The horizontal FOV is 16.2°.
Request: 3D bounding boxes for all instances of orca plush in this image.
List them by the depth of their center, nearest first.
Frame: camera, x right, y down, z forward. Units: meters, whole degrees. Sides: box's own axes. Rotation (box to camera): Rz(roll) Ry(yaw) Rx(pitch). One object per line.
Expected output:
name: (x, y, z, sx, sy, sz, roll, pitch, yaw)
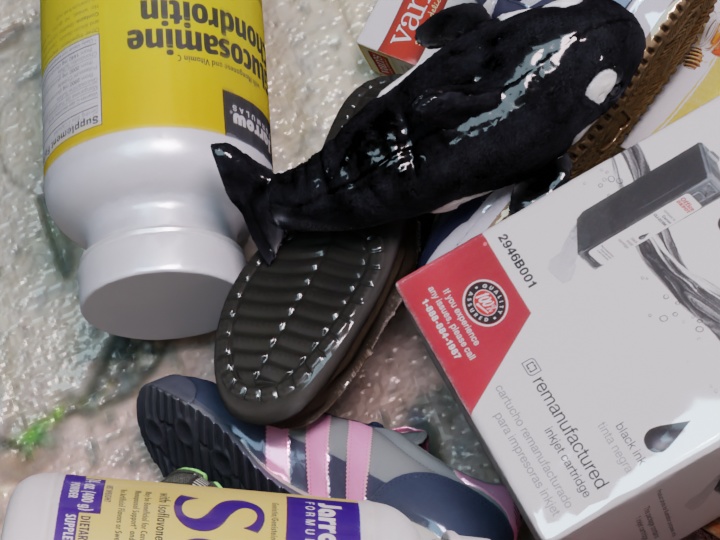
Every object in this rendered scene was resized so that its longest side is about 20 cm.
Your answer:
orca plush: (0.027, -0.074, 1.119, 0.199, 0.071, 0.106, -11, 73, 13)

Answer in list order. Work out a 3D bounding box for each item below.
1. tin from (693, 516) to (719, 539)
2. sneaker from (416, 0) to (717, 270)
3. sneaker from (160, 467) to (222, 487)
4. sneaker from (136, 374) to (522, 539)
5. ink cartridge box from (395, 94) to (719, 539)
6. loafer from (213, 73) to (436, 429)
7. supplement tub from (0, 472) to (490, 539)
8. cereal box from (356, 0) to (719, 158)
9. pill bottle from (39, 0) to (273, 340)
tin: (0.189, 0.077, 1.139, 0.200, 0.042, 0.112, 31, 81, 25)
sneaker: (0.067, -0.084, 1.185, 0.108, 0.070, 0.200, 37, 88, 19)
sneaker: (-0.114, 0.180, 1.140, 0.077, 0.084, 0.200, 21, 75, 27)
sneaker: (-0.014, 0.095, 1.179, 0.200, 0.070, 0.082, 28, 45, 30)
ink cartridge box: (0.139, 0.026, 1.109, 0.200, 0.084, 0.145, -30, 63, -1)
loafer: (0.000, 0.000, 1.188, 0.073, 0.071, 0.200, 10, 56, 31)
supplement tub: (-0.050, 0.162, 1.037, 0.199, 0.145, 0.146, 5, 67, -4)
cereal box: (0.116, -0.132, 1.247, 0.200, 0.040, 0.144, 23, 77, 21)
pill bottle: (-0.100, -0.073, 1.236, 0.112, 0.112, 0.201, -10, 65, 10)
